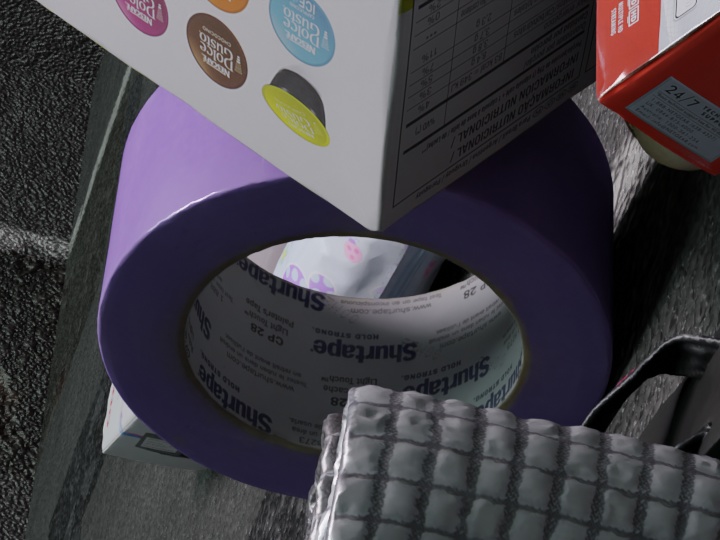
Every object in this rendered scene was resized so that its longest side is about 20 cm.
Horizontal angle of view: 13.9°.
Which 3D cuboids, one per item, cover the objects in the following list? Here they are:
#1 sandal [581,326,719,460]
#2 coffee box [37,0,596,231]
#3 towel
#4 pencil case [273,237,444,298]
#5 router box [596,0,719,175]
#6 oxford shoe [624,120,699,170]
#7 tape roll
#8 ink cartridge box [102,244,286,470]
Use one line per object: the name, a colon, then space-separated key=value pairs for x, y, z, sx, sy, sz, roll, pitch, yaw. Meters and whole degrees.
sandal: x=0.100 y=0.055 z=0.983 sx=0.200 sy=0.045 sz=0.075 roll=116 pitch=164 yaw=-49
coffee box: x=0.007 y=-0.175 z=1.041 sx=0.200 sy=0.199 sz=0.198 roll=-35 pitch=-33 yaw=-33
towel: x=0.051 y=0.145 z=0.809 sx=0.086 sy=0.165 sz=0.201 roll=125 pitch=158 yaw=-72
pencil case: x=0.001 y=-0.003 z=1.483 sx=0.091 sy=0.083 sz=0.200 roll=-93 pitch=19 yaw=-45
router box: x=0.144 y=-0.152 z=0.820 sx=0.179 sy=0.049 sz=0.201 roll=-35 pitch=37 yaw=38
oxford shoe: x=0.132 y=-0.087 z=0.933 sx=0.200 sy=0.070 sz=0.074 roll=116 pitch=161 yaw=-50
tape roll: x=0.000 y=0.000 z=1.159 sx=0.200 sy=0.199 sz=0.085 roll=115 pitch=165 yaw=-48
ink cartridge box: x=-0.111 y=0.048 z=2.003 sx=0.200 sy=0.085 sz=0.148 roll=137 pitch=144 yaw=-74
